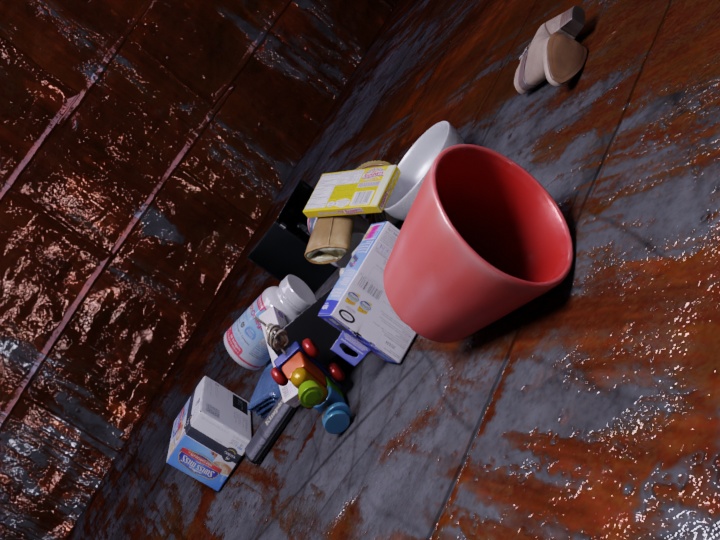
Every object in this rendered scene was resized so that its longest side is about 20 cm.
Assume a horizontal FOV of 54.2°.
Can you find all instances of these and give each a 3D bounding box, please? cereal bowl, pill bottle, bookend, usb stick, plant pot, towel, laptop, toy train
[{"bbox_3d":[0.128,-0.173,1.316,0.201,0.083,0.201,-50,16,20],"label":"cereal bowl"},{"bbox_3d":[-0.038,-0.076,1.528,0.120,0.119,0.200,-52,29,9],"label":"pill bottle"},{"bbox_3d":[-0.051,0.088,1.250,0.199,0.093,0.199,-39,1,2],"label":"bookend"},{"bbox_3d":[-0.155,0.277,1.344,0.202,0.032,0.055,-55,22,0],"label":"usb stick"},{"bbox_3d":[-0.188,0.107,1.477,0.200,0.108,0.109,-45,18,17],"label":"pill bottle"},{"bbox_3d":[0.126,-0.017,0.855,0.178,0.198,0.202,-51,14,44],"label":"plant pot"},{"bbox_3d":[-0.163,0.208,1.478,0.111,0.048,0.202,-35,24,42],"label":"towel"},{"bbox_3d":[-0.136,-0.072,1.698,0.115,0.186,0.202,-22,36,61],"label":"laptop"},{"bbox_3d":[-0.092,0.161,1.077,0.084,0.200,0.116,-40,33,3],"label":"toy train"}]

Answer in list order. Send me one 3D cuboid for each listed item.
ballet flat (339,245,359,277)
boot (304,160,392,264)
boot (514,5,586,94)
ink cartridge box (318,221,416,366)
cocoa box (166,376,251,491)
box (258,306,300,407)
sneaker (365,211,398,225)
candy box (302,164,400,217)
[{"bbox_3d":[0.000,0.000,1.373,0.202,0.070,0.067,-55,16,4],"label":"ballet flat"},{"bbox_3d":[-0.016,-0.114,1.412,0.173,0.066,0.203,-16,45,32],"label":"boot"},{"bbox_3d":[0.309,-0.344,1.180,0.146,0.070,0.202,-42,19,58],"label":"boot"},{"bbox_3d":[0.029,0.047,1.074,0.202,0.135,0.076,-59,15,-14],"label":"ink cartridge box"},{"bbox_3d":[-0.321,0.346,1.512,0.132,0.132,0.200,-54,16,5],"label":"cocoa box"},{"bbox_3d":[-0.146,0.162,1.342,0.041,0.039,0.202,-34,53,15],"label":"box"},{"bbox_3d":[0.039,-0.136,1.516,0.083,0.077,0.201,-52,16,14],"label":"sneaker"},{"bbox_3d":[-0.020,-0.153,1.377,0.197,0.026,0.103,0,52,42],"label":"candy box"}]
